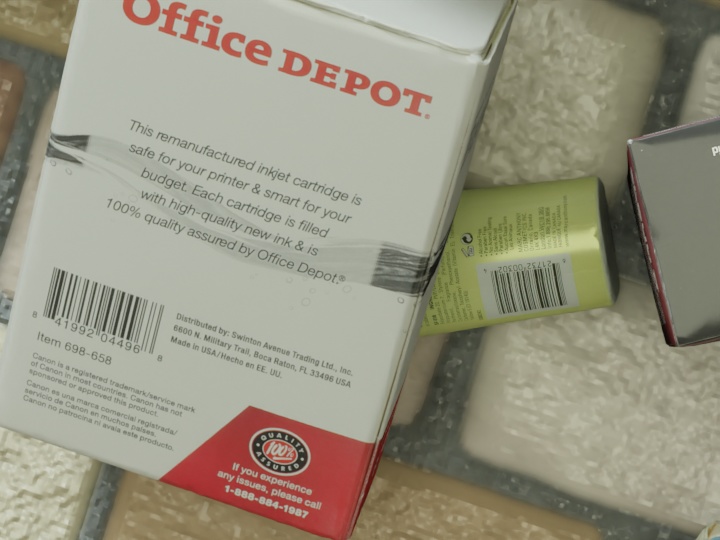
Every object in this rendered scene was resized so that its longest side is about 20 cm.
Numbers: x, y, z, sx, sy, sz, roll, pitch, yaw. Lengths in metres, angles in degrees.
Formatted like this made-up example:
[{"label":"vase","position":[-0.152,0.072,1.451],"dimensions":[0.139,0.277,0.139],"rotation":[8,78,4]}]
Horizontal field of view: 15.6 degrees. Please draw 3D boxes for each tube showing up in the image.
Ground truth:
[{"label":"tube","position":[0.000,0.000,1.031],"dimensions":[0.198,0.052,0.058],"rotation":[-9,56,9]}]

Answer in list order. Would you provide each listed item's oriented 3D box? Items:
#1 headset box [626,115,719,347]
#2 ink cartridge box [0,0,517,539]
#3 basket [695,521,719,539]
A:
[{"label":"headset box","position":[0.173,-0.024,0.935],"dimensions":[0.148,0.200,0.076],"rotation":[-14,87,6]},{"label":"ink cartridge box","position":[-0.040,-0.023,0.956],"dimensions":[0.143,0.084,0.201],"rotation":[18,117,4]},{"label":"basket","position":[0.178,0.187,0.948],"dimensions":[0.199,0.176,0.140],"rotation":[28,106,19]}]
